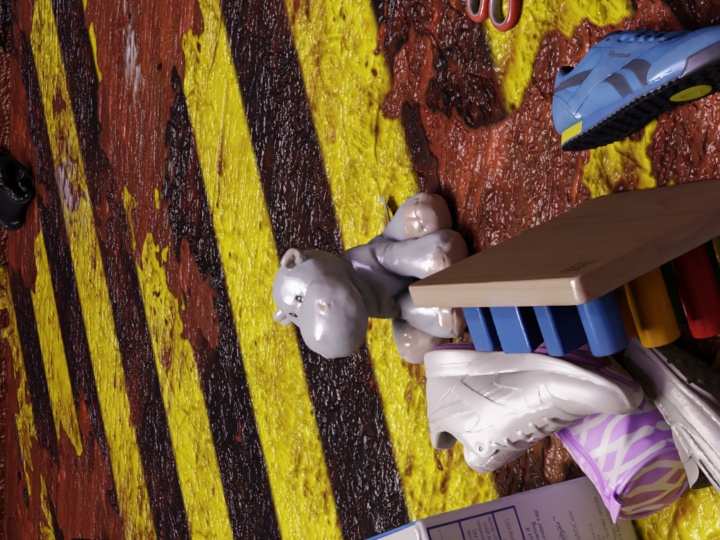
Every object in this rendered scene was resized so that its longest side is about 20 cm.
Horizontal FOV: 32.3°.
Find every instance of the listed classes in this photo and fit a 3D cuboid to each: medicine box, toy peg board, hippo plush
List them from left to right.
[{"bbox_3d":[0.000,0.000,1.206,0.200,0.160,0.160,57,142,39],"label":"hippo plush"},{"bbox_3d":[0.101,0.250,1.033,0.182,0.199,0.104,-39,62,57],"label":"medicine box"},{"bbox_3d":[0.175,0.017,0.873,0.200,0.198,0.098,-5,107,61],"label":"toy peg board"}]

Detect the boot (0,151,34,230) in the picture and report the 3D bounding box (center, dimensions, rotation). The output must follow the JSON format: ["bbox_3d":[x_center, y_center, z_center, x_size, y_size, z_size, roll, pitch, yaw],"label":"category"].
[{"bbox_3d":[-0.744,-0.201,2.608,0.201,0.076,0.168,67,152,15],"label":"boot"}]

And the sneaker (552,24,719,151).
[{"bbox_3d":[0.204,-0.150,0.903,0.200,0.065,0.079,-24,71,60],"label":"sneaker"}]

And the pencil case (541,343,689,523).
[{"bbox_3d":[0.177,0.107,0.985,0.200,0.085,0.084,49,142,45],"label":"pencil case"}]

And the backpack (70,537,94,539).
[{"bbox_3d":[-0.492,0.620,2.281,0.201,0.153,0.164,-97,22,-50],"label":"backpack"}]

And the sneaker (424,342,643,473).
[{"bbox_3d":[0.128,0.106,0.939,0.199,0.075,0.100,-2,80,49],"label":"sneaker"}]

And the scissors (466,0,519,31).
[{"bbox_3d":[0.130,-0.298,1.057,0.073,0.014,0.201,54,141,45],"label":"scissors"}]

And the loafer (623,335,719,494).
[{"bbox_3d":[0.247,0.122,0.871,0.070,0.070,0.200,-60,43,23],"label":"loafer"}]
